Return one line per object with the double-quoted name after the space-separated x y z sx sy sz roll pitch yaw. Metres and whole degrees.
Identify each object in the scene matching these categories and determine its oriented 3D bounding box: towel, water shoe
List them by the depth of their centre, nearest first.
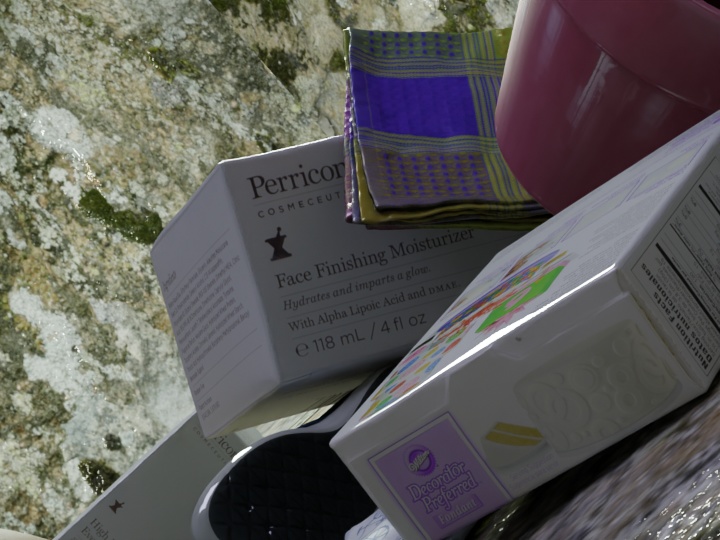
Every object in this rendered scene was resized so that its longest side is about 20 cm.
-0.025 0.120 1.193 0.199 0.072 0.079 -29 -12 -46 "water shoe"
0.061 -0.082 1.220 0.201 0.142 0.023 -92 1 -53 "towel"

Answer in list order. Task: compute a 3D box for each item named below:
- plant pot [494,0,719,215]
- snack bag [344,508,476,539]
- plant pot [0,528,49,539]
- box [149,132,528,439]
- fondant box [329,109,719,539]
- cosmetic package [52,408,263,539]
0.155 -0.116 1.097 0.200 0.200 0.180 -43 -14 -44 "plant pot"
-0.022 0.152 0.943 0.200 0.021 0.189 -42 2 24 "snack bag"
-0.207 0.225 1.266 0.186 0.187 0.200 -42 -13 17 "plant pot"
0.000 0.000 1.319 0.197 0.132 0.200 -15 -9 -19 "box"
0.090 0.017 0.881 0.144 0.058 0.200 -34 5 32 "fondant box"
-0.155 0.198 1.749 0.200 0.102 0.074 -43 2 7 "cosmetic package"
